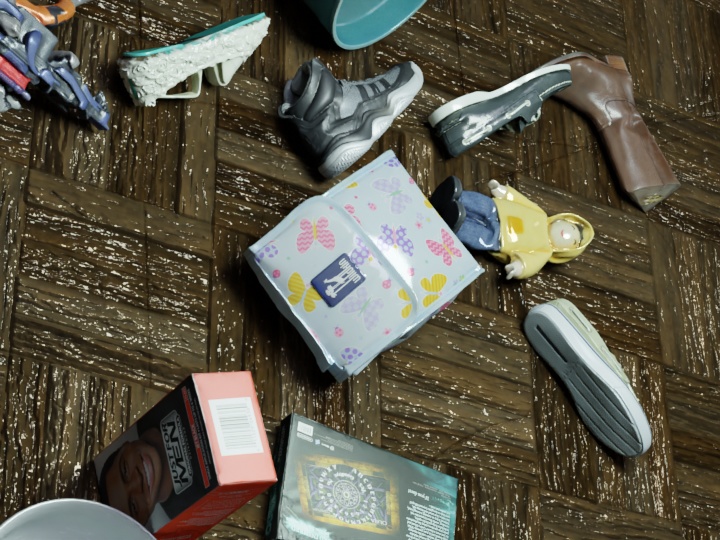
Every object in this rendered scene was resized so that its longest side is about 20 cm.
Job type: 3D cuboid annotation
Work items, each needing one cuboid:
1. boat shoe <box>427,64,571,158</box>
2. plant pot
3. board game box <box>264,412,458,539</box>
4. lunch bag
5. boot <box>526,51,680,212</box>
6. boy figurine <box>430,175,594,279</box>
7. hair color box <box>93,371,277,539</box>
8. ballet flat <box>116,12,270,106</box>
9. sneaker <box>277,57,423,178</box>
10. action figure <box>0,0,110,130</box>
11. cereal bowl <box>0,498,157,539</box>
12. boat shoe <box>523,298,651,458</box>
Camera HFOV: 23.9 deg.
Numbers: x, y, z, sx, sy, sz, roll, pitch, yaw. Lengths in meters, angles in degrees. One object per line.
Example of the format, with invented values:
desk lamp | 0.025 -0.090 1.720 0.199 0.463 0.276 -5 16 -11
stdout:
boat shoe | 0.171 -0.186 1.990 0.199 0.076 0.061 -23 83 -21
plant pot | -0.018 -0.386 1.913 0.188 0.201 0.200 45 45 17
board game box | 0.004 0.234 1.653 0.199 0.028 0.136 24 52 -23
lunch bag | 0.000 0.000 1.729 0.200 0.127 0.170 -33 83 -36
boot | 0.299 -0.166 2.092 0.185 0.064 0.201 -9 74 -37
boy figurine | 0.175 -0.042 1.921 0.199 0.064 0.125 14 53 -25
hair color box | -0.154 0.171 1.460 0.061 0.200 0.102 -1 64 -35
ballet flat | -0.172 -0.218 1.785 0.199 0.072 0.072 -26 80 -40
sneaker | -0.013 -0.196 1.866 0.114 0.075 0.200 46 49 -8
action figure | -0.325 -0.219 1.668 0.200 0.104 0.194 51 47 -37
cereal bowl | -0.244 0.294 1.400 0.199 0.083 0.201 18 54 -27
boat shoe | 0.263 0.113 1.885 0.062 0.072 0.201 -28 79 -40
